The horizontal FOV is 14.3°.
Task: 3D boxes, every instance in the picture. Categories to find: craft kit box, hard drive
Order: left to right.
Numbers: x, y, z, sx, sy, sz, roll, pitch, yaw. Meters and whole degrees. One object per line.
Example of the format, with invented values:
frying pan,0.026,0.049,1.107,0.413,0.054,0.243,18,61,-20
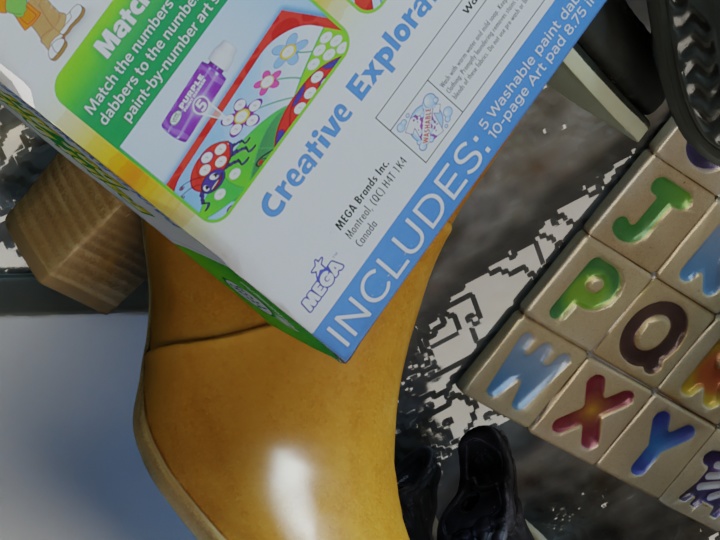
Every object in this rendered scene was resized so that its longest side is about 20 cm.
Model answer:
hard drive,-0.085,0.092,0.897,0.132,0.026,0.200,-1,121,-25
craft kit box,-0.019,-0.112,0.687,0.198,0.049,0.200,41,82,-36

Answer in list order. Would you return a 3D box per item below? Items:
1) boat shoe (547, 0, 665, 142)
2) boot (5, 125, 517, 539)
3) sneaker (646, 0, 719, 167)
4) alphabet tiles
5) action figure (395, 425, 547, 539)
boat shoe,0.038,-0.108,0.795,0.063,0.074,0.201,-48,131,-4
boot,0.000,0.000,0.772,0.144,0.201,0.071,-43,154,12
sneaker,0.111,-0.133,0.819,0.076,0.114,0.200,-10,98,19
alphabet tiles,0.151,0.014,0.971,0.200,0.008,0.167,29,105,-36
action figure,0.074,0.136,0.947,0.200,0.119,0.102,40,57,-33
